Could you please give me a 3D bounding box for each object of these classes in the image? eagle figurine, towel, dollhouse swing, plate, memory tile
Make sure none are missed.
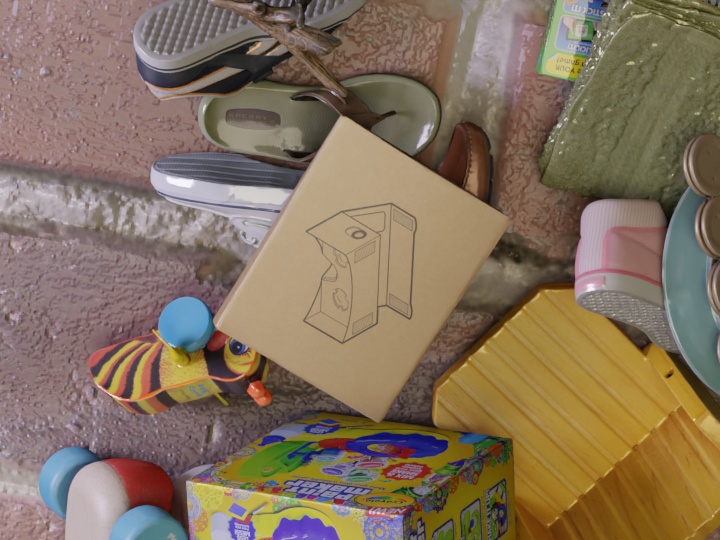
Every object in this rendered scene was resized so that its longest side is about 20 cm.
[{"bbox_3d":[-0.030,-0.263,1.560,0.150,0.152,0.201,20,71,33],"label":"eagle figurine"},{"bbox_3d":[0.240,-0.133,1.649,0.148,0.037,0.201,16,125,-9],"label":"towel"},{"bbox_3d":[0.184,0.143,1.691,0.200,0.182,0.176,-43,122,10],"label":"dollhouse swing"},{"bbox_3d":[0.324,0.008,1.662,0.199,0.026,0.201,4,83,-36],"label":"plate"},{"bbox_3d":[0.327,-0.017,1.641,0.153,0.017,0.201,-12,93,-37],"label":"memory tile"}]

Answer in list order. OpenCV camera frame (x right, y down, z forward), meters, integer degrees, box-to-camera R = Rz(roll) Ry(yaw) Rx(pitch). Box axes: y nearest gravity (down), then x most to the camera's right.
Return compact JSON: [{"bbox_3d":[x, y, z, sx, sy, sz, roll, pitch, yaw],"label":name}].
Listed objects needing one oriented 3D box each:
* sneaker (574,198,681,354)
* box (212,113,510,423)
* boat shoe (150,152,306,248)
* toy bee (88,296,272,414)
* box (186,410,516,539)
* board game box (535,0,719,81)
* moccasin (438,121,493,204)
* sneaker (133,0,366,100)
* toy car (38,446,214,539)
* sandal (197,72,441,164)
[{"bbox_3d":[0.250,-0.001,1.679,0.075,0.105,0.200,-22,148,40],"label":"sneaker"},{"bbox_3d":[0.000,0.000,1.633,0.163,0.021,0.200,30,99,-14],"label":"box"},{"bbox_3d":[-0.076,-0.048,1.666,0.199,0.074,0.067,9,115,9],"label":"boat shoe"},{"bbox_3d":[-0.123,0.072,1.676,0.200,0.109,0.131,-39,147,23],"label":"toy bee"},{"bbox_3d":[-0.003,0.208,1.644,0.199,0.192,0.123,5,107,29],"label":"box"},{"bbox_3d":[0.255,-0.207,1.662,0.199,0.029,0.135,11,104,-5],"label":"board game box"},{"bbox_3d":[0.050,-0.031,1.685,0.077,0.074,0.202,18,114,-18],"label":"moccasin"},{"bbox_3d":[-0.088,-0.196,1.635,0.199,0.080,0.079,-19,64,-14],"label":"sneaker"},{"bbox_3d":[-0.146,0.235,1.723,0.199,0.184,0.178,-9,108,-29],"label":"toy car"},{"bbox_3d":[-0.033,-0.117,1.662,0.200,0.057,0.080,-1,105,-1],"label":"sandal"}]
